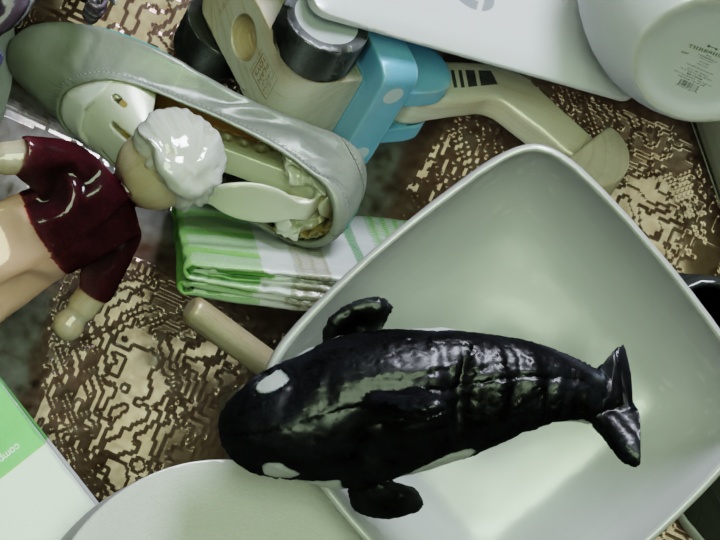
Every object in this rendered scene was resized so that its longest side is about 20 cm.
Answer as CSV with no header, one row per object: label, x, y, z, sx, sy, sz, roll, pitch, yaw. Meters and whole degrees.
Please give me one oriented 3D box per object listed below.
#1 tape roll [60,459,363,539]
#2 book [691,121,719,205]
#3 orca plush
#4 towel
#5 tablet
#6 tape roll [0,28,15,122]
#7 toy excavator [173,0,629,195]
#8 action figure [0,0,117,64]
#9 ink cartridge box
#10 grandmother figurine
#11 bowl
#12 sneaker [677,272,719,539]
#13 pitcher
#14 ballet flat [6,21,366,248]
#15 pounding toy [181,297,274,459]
tape roll,-0.067,0.193,1.435,0.202,0.037,0.204,5,76,-21
book,0.269,-0.037,1.624,0.133,0.048,0.201,-10,68,-14
orca plush,0.036,0.073,1.389,0.199,0.071,0.106,10,96,-6
towel,0.000,0.000,1.562,0.199,0.149,0.031,6,104,-7
tablet,0.053,-0.160,1.585,0.199,0.014,0.130,13,45,-26
tape roll,-0.272,-0.097,1.500,0.066,0.200,0.200,32,77,36
toy excavator,0.028,-0.106,1.592,0.199,0.100,0.195,-8,56,-33
action figure,-0.173,-0.151,1.464,0.069,0.130,0.200,30,80,38
ink cartridge box,-0.161,0.156,1.515,0.084,0.146,0.200,-38,91,-11
grandmother figurine,-0.158,-0.021,1.467,0.200,0.121,0.061,-28,47,-2
bowl,0.070,0.059,1.463,0.200,0.075,0.200,-40,98,-1
sneaker,0.200,0.088,1.603,0.071,0.099,0.201,-26,90,-12
pitcher,0.197,-0.164,1.592,0.171,0.121,0.200,15,38,-15
ballet flat,-0.092,-0.069,1.519,0.199,0.068,0.064,22,42,-4
pounding toy,0.002,0.110,1.547,0.183,0.142,0.201,-6,86,-10
